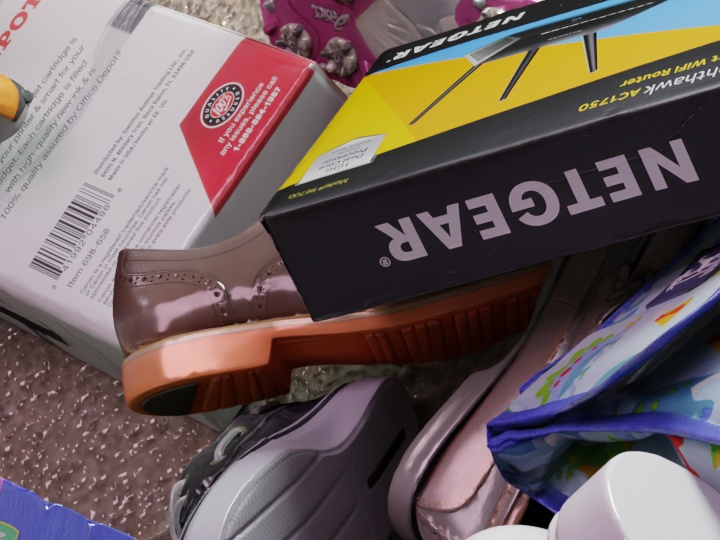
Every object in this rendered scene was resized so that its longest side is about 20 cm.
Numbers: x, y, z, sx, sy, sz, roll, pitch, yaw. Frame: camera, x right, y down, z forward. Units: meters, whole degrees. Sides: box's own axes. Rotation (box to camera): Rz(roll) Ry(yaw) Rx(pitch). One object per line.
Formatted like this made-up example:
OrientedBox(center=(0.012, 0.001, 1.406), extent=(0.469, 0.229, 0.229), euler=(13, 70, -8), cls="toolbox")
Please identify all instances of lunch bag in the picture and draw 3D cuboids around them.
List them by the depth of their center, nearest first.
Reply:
OrientedBox(center=(0.164, 0.036, 0.988), extent=(0.170, 0.128, 0.200), euler=(-39, 35, -28), cls="lunch bag")

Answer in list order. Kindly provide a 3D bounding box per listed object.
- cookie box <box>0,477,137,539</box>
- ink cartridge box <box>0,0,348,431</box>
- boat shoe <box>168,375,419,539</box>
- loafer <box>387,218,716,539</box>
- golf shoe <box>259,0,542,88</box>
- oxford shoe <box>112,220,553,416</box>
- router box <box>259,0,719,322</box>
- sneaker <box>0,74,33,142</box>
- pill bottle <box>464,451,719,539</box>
OrientedBox(center=(-0.171, 0.171, 1.041), extent=(0.200, 0.075, 0.171), euler=(-21, 49, 57), cls="cookie box")
OrientedBox(center=(-0.104, -0.037, 1.276), extent=(0.200, 0.084, 0.144), euler=(24, 75, 43), cls="ink cartridge box")
OrientedBox(center=(-0.035, 0.095, 1.090), extent=(0.071, 0.072, 0.200), euler=(-13, 9, 21), cls="boat shoe")
OrientedBox(center=(0.094, 0.034, 1.095), extent=(0.200, 0.072, 0.063), euler=(-52, 44, -6), cls="loafer")
OrientedBox(center=(0.057, -0.098, 1.217), extent=(0.200, 0.075, 0.092), euler=(28, 32, 24), cls="golf shoe")
OrientedBox(center=(0.000, 0.000, 1.147), extent=(0.200, 0.071, 0.073), euler=(-12, 72, -4), cls="oxford shoe")
OrientedBox(center=(0.080, -0.057, 1.073), extent=(0.200, 0.051, 0.149), euler=(-16, 22, 27), cls="router box")
OrientedBox(center=(-0.220, -0.040, 1.262), extent=(0.200, 0.076, 0.092), euler=(-10, 62, 41), cls="sneaker")
OrientedBox(center=(0.043, 0.151, 0.926), extent=(0.200, 0.111, 0.111), euler=(-47, 42, 24), cls="pill bottle")
